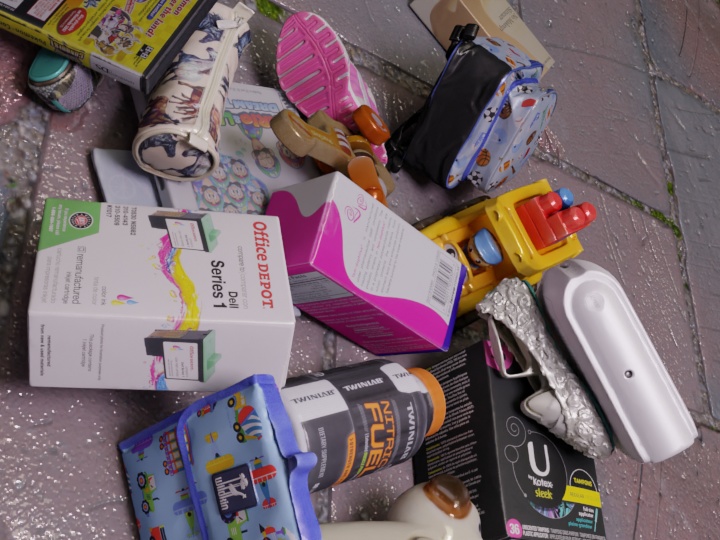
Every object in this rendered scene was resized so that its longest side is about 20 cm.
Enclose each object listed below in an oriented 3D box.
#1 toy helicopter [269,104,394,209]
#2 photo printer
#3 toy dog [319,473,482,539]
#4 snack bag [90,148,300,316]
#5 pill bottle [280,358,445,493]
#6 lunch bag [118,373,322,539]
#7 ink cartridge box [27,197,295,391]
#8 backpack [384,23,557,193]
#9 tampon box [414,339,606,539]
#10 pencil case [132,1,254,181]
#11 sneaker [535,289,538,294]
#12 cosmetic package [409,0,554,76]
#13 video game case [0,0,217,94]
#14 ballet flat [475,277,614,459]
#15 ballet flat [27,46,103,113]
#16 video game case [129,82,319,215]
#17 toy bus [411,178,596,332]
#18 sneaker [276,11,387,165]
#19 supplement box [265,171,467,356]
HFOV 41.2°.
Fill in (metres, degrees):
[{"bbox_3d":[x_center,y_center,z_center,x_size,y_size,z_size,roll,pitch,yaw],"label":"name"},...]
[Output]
[{"bbox_3d":[-0.023,-0.111,0.962,0.200,0.079,0.132,14,43,-61],"label":"toy helicopter"},{"bbox_3d":[0.244,0.082,0.951,0.200,0.069,0.166,62,2,4],"label":"photo printer"},{"bbox_3d":[0.026,0.268,0.852,0.200,0.140,0.194,-22,45,-32],"label":"toy dog"},{"bbox_3d":[-0.164,-0.033,0.933,0.188,0.021,0.200,-5,68,-43],"label":"snack bag"},{"bbox_3d":[-0.010,0.142,0.907,0.200,0.106,0.106,-8,73,-42],"label":"pill bottle"},{"bbox_3d":[-0.093,0.176,0.751,0.094,0.200,0.151,-2,68,-41],"label":"lunch bag"},{"bbox_3d":[-0.161,0.020,0.784,0.200,0.084,0.145,4,39,-15],"label":"ink cartridge box"},{"bbox_3d":[0.152,-0.196,1.169,0.154,0.200,0.191,36,30,5],"label":"backpack"},{"bbox_3d":[0.150,0.196,0.998,0.150,0.126,0.200,17,57,-34],"label":"tampon box"},{"bbox_3d":[-0.157,-0.173,0.912,0.078,0.089,0.200,28,48,-26],"label":"pencil case"},{"bbox_3d":[0.247,0.094,1.178,0.200,0.075,0.114,26,83,-60],"label":"sneaker"},{"bbox_3d":[0.173,-0.333,1.344,0.200,0.071,0.105,48,45,-9],"label":"cosmetic package"},{"bbox_3d":[-0.232,-0.273,0.900,0.181,0.026,0.200,24,58,3],"label":"video game case"},{"bbox_3d":[0.174,0.104,0.947,0.072,0.072,0.200,-16,75,-44],"label":"ballet flat"},{"bbox_3d":[-0.265,-0.231,0.931,0.072,0.072,0.200,29,54,-26],"label":"ballet flat"},{"bbox_3d":[-0.127,-0.116,0.984,0.200,0.024,0.182,-1,64,-43],"label":"video game case"},{"bbox_3d":[0.163,-0.030,1.089,0.200,0.192,0.136,-20,83,-43],"label":"toy bus"},{"bbox_3d":[-0.032,-0.199,1.085,0.088,0.081,0.200,-80,149,-65],"label":"sneaker"},{"bbox_3d":[0.000,0.000,0.961,0.200,0.103,0.101,35,60,-37],"label":"supplement box"}]
